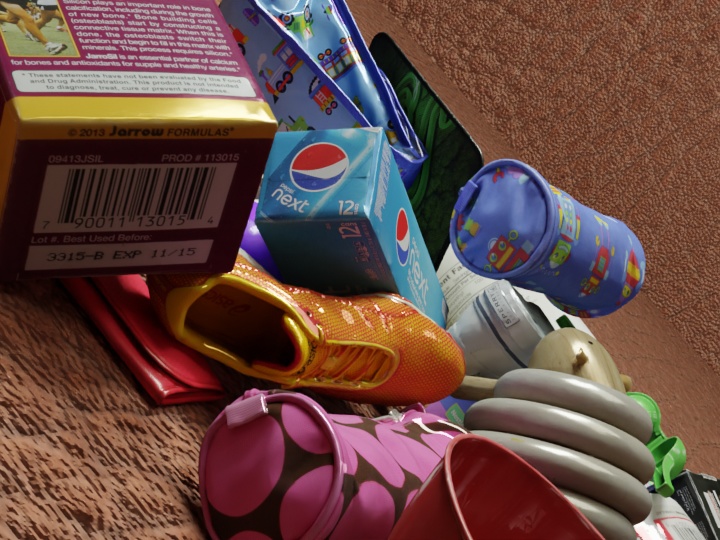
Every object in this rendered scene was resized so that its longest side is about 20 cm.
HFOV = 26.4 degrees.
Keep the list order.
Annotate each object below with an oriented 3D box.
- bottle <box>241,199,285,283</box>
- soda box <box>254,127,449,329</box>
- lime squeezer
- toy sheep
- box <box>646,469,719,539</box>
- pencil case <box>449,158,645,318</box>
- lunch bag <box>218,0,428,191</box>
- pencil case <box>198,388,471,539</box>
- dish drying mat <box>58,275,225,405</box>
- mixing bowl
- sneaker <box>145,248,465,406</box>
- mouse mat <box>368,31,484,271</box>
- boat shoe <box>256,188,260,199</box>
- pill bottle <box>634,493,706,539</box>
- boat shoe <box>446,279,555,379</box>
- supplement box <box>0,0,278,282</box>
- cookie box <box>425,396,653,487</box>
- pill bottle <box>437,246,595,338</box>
[{"bbox_3d":[-0.066,-0.003,0.952,0.084,0.065,0.200,52,14,8],"label":"bottle"},{"bbox_3d":[0.000,0.000,0.914,0.200,0.068,0.064,67,27,-54],"label":"soda box"},{"bbox_3d":[0.185,0.107,1.059,0.071,0.038,0.200,26,22,-27],"label":"lime squeezer"},{"bbox_3d":[0.105,0.129,0.901,0.138,0.200,0.138,14,-14,3],"label":"toy sheep"},{"bbox_3d":[0.278,0.246,1.084,0.160,0.049,0.200,18,46,-55],"label":"box"},{"bbox_3d":[0.129,-0.018,1.056,0.087,0.078,0.200,30,4,29],"label":"pencil case"},{"bbox_3d":[-0.040,-0.097,1.121,0.094,0.151,0.200,-19,69,-42],"label":"lunch bag"},{"bbox_3d":[-0.003,0.106,0.779,0.200,0.091,0.094,21,56,-62],"label":"pencil case"},{"bbox_3d":[-0.146,-0.010,0.820,0.200,0.018,0.077,50,12,15],"label":"dish drying mat"},{"bbox_3d":[0.067,0.185,0.697,0.200,0.108,0.200,45,16,-16],"label":"mixing bowl"},{"bbox_3d":[-0.026,0.043,0.835,0.200,0.073,0.077,17,23,-28],"label":"sneaker"},{"bbox_3d":[0.016,-0.051,1.118,0.008,0.200,0.161,-3,43,-34],"label":"mouse mat"},{"bbox_3d":[-0.017,0.006,1.077,0.200,0.072,0.060,42,15,9],"label":"boat shoe"},{"bbox_3d":[0.204,0.246,0.953,0.112,0.112,0.200,31,20,-49],"label":"pill bottle"},{"bbox_3d":[0.100,0.059,1.028,0.074,0.067,0.200,63,10,30],"label":"boat shoe"},{"bbox_3d":[-0.142,-0.098,0.780,0.131,0.103,0.200,-2,45,-26],"label":"supplement box"},{"bbox_3d":[0.162,0.163,1.150,0.200,0.075,0.171,28,23,-52],"label":"cookie box"},{"bbox_3d":[0.103,0.029,1.287,0.114,0.114,0.200,30,20,-51],"label":"pill bottle"}]
